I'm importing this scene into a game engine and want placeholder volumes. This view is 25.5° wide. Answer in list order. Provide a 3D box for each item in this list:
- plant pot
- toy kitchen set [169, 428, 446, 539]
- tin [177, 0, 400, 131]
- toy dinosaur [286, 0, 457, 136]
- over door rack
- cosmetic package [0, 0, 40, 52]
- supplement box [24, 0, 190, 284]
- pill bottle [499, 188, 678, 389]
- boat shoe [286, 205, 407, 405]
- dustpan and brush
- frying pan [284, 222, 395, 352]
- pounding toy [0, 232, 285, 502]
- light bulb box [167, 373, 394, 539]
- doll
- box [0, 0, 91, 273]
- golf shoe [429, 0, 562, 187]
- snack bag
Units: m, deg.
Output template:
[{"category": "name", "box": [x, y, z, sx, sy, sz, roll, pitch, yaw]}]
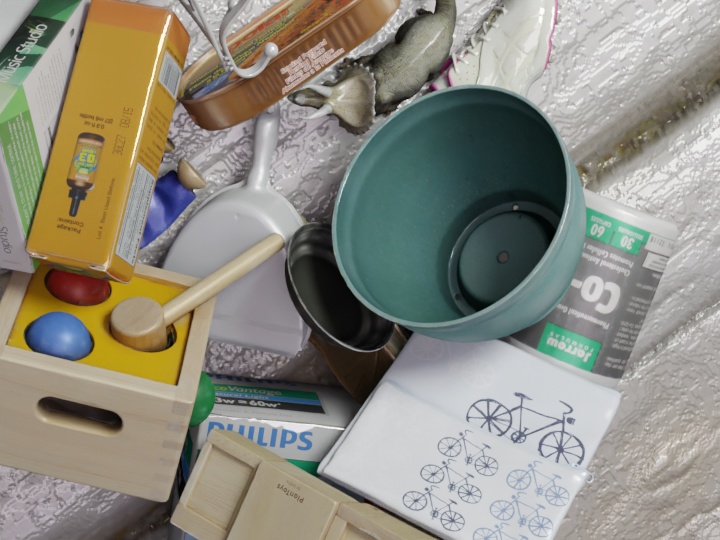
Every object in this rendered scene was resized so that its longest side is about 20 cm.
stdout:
[{"category": "plant pot", "box": [0.096, -0.028, 1.262, 0.201, 0.200, 0.134, -50, 144, 2]}, {"category": "toy kitchen set", "box": [-0.034, 0.245, 1.248, 0.199, 0.180, 0.164, 26, 93, 25]}, {"category": "tin", "box": [-0.057, -0.181, 1.269, 0.199, 0.112, 0.042, -34, 120, -1]}, {"category": "toy dinosaur", "box": [0.037, -0.170, 1.292, 0.199, 0.102, 0.077, -35, 105, -1]}, {"category": "over door rack", "box": [-0.140, -0.248, 1.171, 0.067, 0.148, 0.200, -39, 140, 2]}, {"category": "cosmetic package", "box": [-0.309, -0.156, 1.173, 0.112, 0.201, 0.081, 22, 138, 0]}, {"category": "supplement box", "box": [-0.184, -0.095, 1.173, 0.066, 0.069, 0.201, 12, 79, 10]}, {"category": "pill bottle", "box": [0.184, 0.036, 1.353, 0.112, 0.113, 0.201, 19, 97, -13]}, {"category": "boat shoe", "box": [-0.021, 0.027, 1.341, 0.072, 0.065, 0.200, -40, 87, 23]}, {"category": "dustpan and brush", "box": [-0.092, -0.043, 1.303, 0.139, 0.057, 0.201, 11, 103, 14]}, {"category": "frying pan", "box": [-0.013, -0.009, 1.287, 0.115, 0.191, 0.031, 39, 127, -22]}, {"category": "pounding toy", "box": [-0.175, 0.054, 1.213, 0.199, 0.185, 0.143, 14, 123, -6]}, {"category": "light bulb box", "box": [-0.058, 0.205, 1.336, 0.197, 0.125, 0.201, 7, 101, -12]}, {"category": "doll", "box": [-0.226, -0.034, 1.298, 0.200, 0.048, 0.137, -42, 95, 2]}, {"category": "box", "box": [-0.230, -0.118, 1.185, 0.036, 0.201, 0.145, 8, 134, 13]}, {"category": "golf shoe", "box": [0.110, -0.172, 1.322, 0.091, 0.075, 0.201, 12, 97, -9]}, {"category": "snack bag", "box": [0.094, 0.127, 1.246, 0.188, 0.021, 0.200, 25, 52, 17]}]
